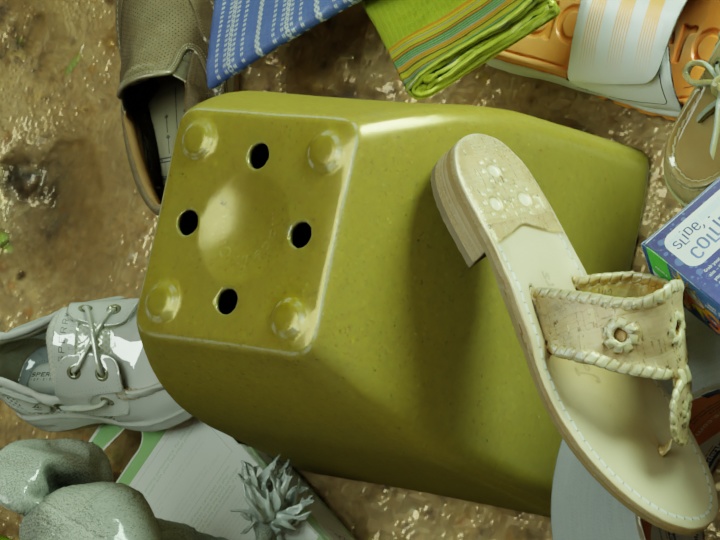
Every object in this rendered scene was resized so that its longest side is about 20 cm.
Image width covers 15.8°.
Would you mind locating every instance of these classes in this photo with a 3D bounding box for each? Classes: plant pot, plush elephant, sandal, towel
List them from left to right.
[{"bbox_3d":[-0.122,0.170,1.312,0.164,0.155,0.201,29,93,45],"label":"plush elephant"},{"bbox_3d":[-0.001,-0.191,1.448,0.199,0.024,0.145,-27,37,29],"label":"towel"},{"bbox_3d":[0.000,0.000,1.313,0.194,0.200,0.197,7,80,37],"label":"plant pot"},{"bbox_3d":[0.044,-0.146,1.358,0.086,0.018,0.200,-32,24,4],"label":"towel"},{"bbox_3d":[0.120,-0.128,1.349,0.206,0.059,0.080,10,83,37],"label":"sandal"},{"bbox_3d":[0.112,0.016,1.183,0.070,0.077,0.212,-44,73,40],"label":"sandal"}]

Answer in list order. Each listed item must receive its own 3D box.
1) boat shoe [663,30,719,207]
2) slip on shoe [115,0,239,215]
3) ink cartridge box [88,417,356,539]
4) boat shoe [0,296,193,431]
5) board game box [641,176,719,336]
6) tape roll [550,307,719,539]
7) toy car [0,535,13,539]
[{"bbox_3d":[0.207,-0.114,1.248,0.073,0.063,0.200,44,104,33],"label":"boat shoe"},{"bbox_3d":[-0.113,-0.109,1.515,0.076,0.060,0.201,-24,64,29],"label":"slip on shoe"},{"bbox_3d":[-0.093,0.156,1.435,0.146,0.048,0.200,-55,43,10],"label":"ink cartridge box"},{"bbox_3d":[-0.146,0.049,1.447,0.199,0.069,0.071,-16,57,43],"label":"boat shoe"},{"bbox_3d":[0.247,-0.030,1.190,0.200,0.035,0.135,-39,53,-11],"label":"board game box"},{"bbox_3d":[0.190,0.110,1.226,0.199,0.066,0.201,-11,70,33],"label":"tape roll"},{"bbox_3d":[-0.261,0.236,1.469,0.175,0.150,0.200,40,102,37],"label":"toy car"}]
